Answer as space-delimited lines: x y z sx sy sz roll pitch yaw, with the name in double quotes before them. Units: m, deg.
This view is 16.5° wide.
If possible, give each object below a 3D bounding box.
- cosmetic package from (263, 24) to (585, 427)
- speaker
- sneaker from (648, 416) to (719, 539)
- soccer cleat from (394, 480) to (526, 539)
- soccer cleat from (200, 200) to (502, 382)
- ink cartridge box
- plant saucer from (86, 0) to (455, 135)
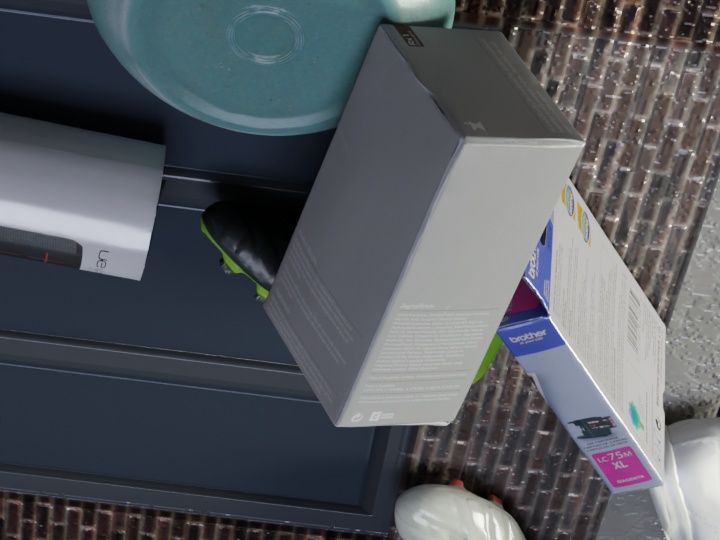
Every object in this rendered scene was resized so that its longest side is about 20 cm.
"cosmetic package" 0.030 -0.023 1.330 0.090 0.107 0.200 2 131 -34
"speaker" -0.210 -0.051 1.398 0.199 0.081 0.081 11 138 -8
"sneaker" 0.243 0.169 1.623 0.088 0.075 0.200 -17 134 6
"soccer cleat" 0.090 0.213 1.673 0.069 0.078 0.200 -21 132 26
"soccer cleat" 0.000 0.000 1.459 0.200 0.068 0.081 29 110 -20
"ink cartridge box" 0.122 0.024 1.424 0.042 0.120 0.200 -13 136 22
"plant saucer" -0.050 -0.135 1.323 0.199 0.036 0.200 2 138 2
